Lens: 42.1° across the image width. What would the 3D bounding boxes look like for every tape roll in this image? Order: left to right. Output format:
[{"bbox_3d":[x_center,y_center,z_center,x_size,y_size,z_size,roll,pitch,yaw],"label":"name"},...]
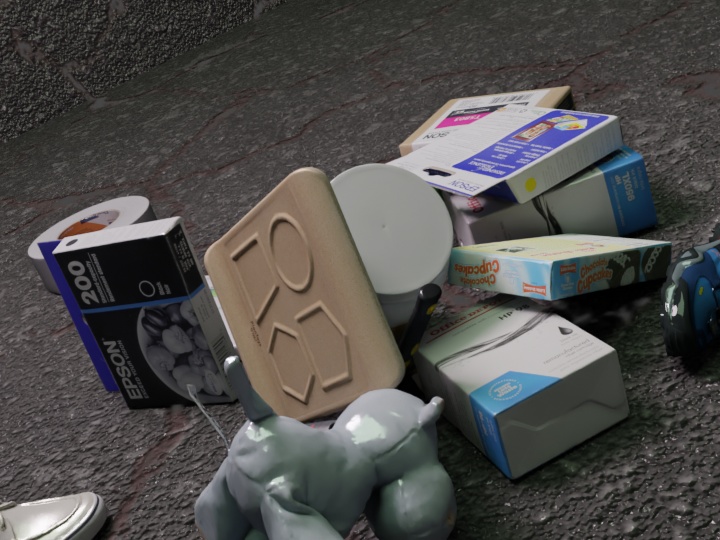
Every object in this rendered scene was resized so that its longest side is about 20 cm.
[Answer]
[{"bbox_3d":[-0.412,-0.042,1.462,0.200,0.066,0.200,-16,24,8],"label":"tape roll"}]

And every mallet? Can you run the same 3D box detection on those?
[{"bbox_3d":[0.042,0.070,0.778,0.066,0.200,0.041,-25,63,-36],"label":"mallet"}]

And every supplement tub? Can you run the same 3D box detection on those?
[{"bbox_3d":[0.000,0.000,0.876,0.145,0.145,0.200,-31,-12,-22],"label":"supplement tub"}]

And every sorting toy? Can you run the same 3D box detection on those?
[{"bbox_3d":[-0.050,0.031,0.788,0.036,0.185,0.200,-18,-8,-37],"label":"sorting toy"}]

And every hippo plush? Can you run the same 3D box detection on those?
[{"bbox_3d":[-0.022,0.152,0.676,0.161,0.200,0.159,-17,-10,-35],"label":"hippo plush"}]

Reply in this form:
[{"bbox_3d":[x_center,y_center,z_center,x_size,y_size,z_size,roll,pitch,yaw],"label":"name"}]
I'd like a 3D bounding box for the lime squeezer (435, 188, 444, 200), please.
[{"bbox_3d":[0.069,-0.070,1.109,0.071,0.038,0.200,-44,6,16],"label":"lime squeezer"}]

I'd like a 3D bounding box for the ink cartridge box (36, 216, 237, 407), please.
[{"bbox_3d":[-0.240,0.052,0.983,0.200,0.198,0.043,-7,24,28],"label":"ink cartridge box"}]

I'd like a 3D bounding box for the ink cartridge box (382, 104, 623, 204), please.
[{"bbox_3d":[0.149,-0.123,1.033,0.200,0.047,0.198,-30,26,-18],"label":"ink cartridge box"}]

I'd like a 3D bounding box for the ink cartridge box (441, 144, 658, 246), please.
[{"bbox_3d":[0.204,-0.076,1.045,0.200,0.084,0.145,-21,24,0],"label":"ink cartridge box"}]

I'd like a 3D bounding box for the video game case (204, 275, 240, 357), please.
[{"bbox_3d":[-0.165,0.052,1.133,0.200,0.024,0.182,-7,28,25],"label":"video game case"}]

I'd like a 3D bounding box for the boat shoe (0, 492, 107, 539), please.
[{"bbox_3d":[-0.326,0.237,0.820,0.200,0.070,0.071,-23,25,-6],"label":"boat shoe"}]

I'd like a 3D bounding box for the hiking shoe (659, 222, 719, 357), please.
[{"bbox_3d":[0.324,0.007,0.797,0.087,0.074,0.200,5,35,44],"label":"hiking shoe"}]

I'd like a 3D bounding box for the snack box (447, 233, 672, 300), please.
[{"bbox_3d":[0.191,-0.007,0.878,0.200,0.037,0.116,-7,11,-42],"label":"snack box"}]

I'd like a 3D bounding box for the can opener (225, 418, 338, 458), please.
[{"bbox_3d":[-0.029,0.151,0.781,0.200,0.063,0.079,-6,29,28],"label":"can opener"}]

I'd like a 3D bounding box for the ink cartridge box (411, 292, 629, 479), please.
[{"bbox_3d":[0.120,0.083,0.804,0.116,0.067,0.200,-26,25,-13],"label":"ink cartridge box"}]

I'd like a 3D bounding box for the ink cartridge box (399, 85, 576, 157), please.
[{"bbox_3d":[0.180,-0.184,1.297,0.200,0.075,0.165,0,30,36],"label":"ink cartridge box"}]
